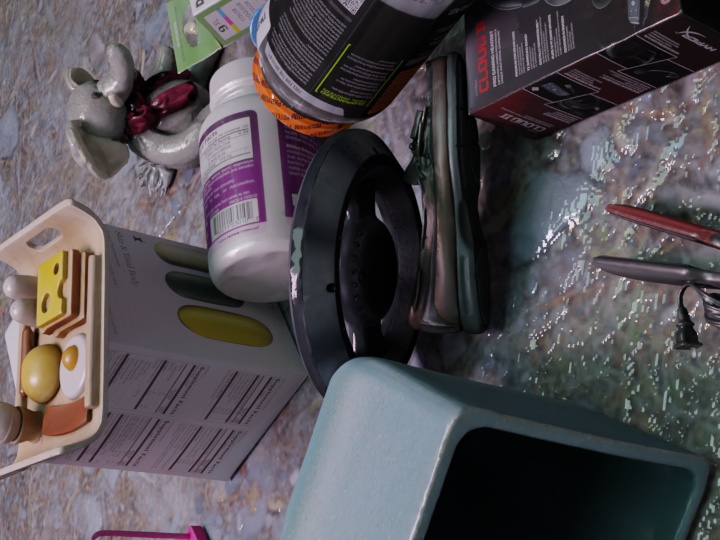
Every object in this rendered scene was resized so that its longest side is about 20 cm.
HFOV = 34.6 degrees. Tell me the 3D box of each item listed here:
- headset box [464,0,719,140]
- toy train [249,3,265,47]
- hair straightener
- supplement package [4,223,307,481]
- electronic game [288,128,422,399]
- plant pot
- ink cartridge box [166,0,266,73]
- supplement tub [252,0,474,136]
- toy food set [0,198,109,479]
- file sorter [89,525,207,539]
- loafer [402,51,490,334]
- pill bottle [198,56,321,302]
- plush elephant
[{"bbox_3d":[0.149,-0.190,0.784,0.199,0.077,0.151,-19,65,46],"label":"headset box"},{"bbox_3d":[-0.025,-0.244,0.962,0.087,0.113,0.202,-125,42,-62],"label":"toy train"},{"bbox_3d":[0.215,0.017,0.677,0.199,0.041,0.078,22,97,48],"label":"hair straightener"},{"bbox_3d":[-0.184,0.074,1.026,0.151,0.198,0.152,-52,44,27],"label":"supplement package"},{"bbox_3d":[0.000,0.000,0.829,0.041,0.200,0.203,0,78,25],"label":"electronic game"},{"bbox_3d":[0.053,0.155,0.718,0.200,0.194,0.199,30,103,58],"label":"plant pot"},{"bbox_3d":[-0.116,-0.287,1.104,0.198,0.059,0.105,-27,56,17],"label":"ink cartridge box"},{"bbox_3d":[0.000,-0.190,0.832,0.200,0.121,0.124,-44,46,51],"label":"supplement tub"},{"bbox_3d":[-0.259,0.059,0.914,0.143,0.060,0.202,-24,62,45],"label":"toy food set"},{"bbox_3d":[-0.213,0.351,1.041,0.201,0.124,0.139,-60,41,19],"label":"file sorter"},{"bbox_3d":[0.054,-0.053,0.830,0.062,0.072,0.203,-5,90,18],"label":"loafer"},{"bbox_3d":[-0.086,-0.083,1.022,0.112,0.111,0.202,-33,54,41],"label":"pill bottle"},{"bbox_3d":[-0.230,-0.172,1.195,0.200,0.154,0.166,-51,44,28],"label":"plush elephant"}]
